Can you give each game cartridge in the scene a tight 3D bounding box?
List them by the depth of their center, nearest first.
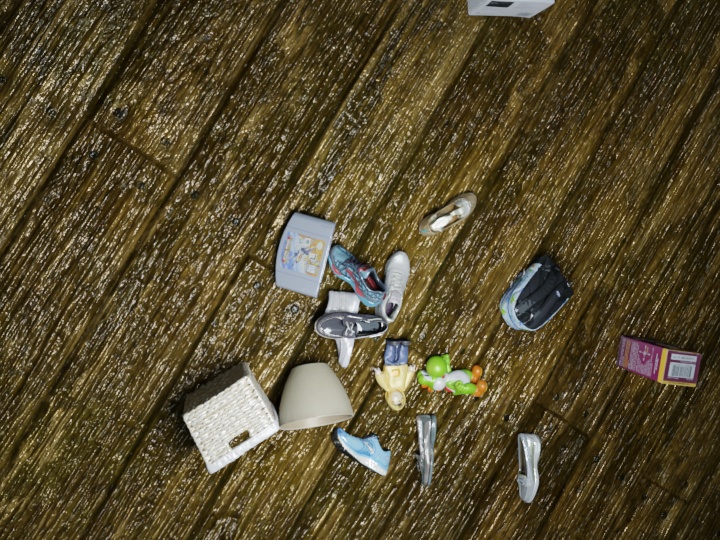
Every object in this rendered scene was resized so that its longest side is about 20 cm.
[{"bbox_3d":[-0.151,-0.043,1.491,0.131,0.042,0.204,14,92,-1],"label":"game cartridge"}]

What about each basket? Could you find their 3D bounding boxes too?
[{"bbox_3d":[-0.326,0.357,1.420,0.196,0.200,0.163,-30,100,-10],"label":"basket"}]

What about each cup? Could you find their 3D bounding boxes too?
[{"bbox_3d":[-0.124,0.325,1.490,0.196,0.201,0.146,-4,70,-14],"label":"cup"}]

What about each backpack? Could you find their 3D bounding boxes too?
[{"bbox_3d":[0.500,0.085,1.656,0.163,0.153,0.201,47,61,-17],"label":"backpack"}]

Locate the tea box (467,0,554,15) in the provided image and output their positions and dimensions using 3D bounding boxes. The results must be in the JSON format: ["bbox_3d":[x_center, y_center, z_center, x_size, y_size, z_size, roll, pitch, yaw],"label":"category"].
[{"bbox_3d":[0.403,-0.806,1.532,0.196,0.133,0.201,-3,97,-15],"label":"tea box"}]

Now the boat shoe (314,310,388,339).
[{"bbox_3d":[-0.020,0.143,1.484,0.196,0.063,0.074,2,86,-17],"label":"boat shoe"}]

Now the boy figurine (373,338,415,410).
[{"bbox_3d":[0.094,0.293,1.597,0.122,0.064,0.204,4,91,-18],"label":"boy figurine"}]

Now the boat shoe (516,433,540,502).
[{"bbox_3d":[0.504,0.601,1.737,0.063,0.074,0.206,7,90,-9],"label":"boat shoe"}]

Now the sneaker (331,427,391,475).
[{"bbox_3d":[0.005,0.492,1.600,0.199,0.078,0.091,38,67,-19],"label":"sneaker"}]

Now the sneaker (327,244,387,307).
[{"bbox_3d":[0.000,0.000,1.509,0.200,0.095,0.079,45,54,-5],"label":"sneaker"}]

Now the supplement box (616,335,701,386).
[{"bbox_3d":[0.910,0.275,1.744,0.128,0.200,0.105,7,93,-15],"label":"supplement box"}]

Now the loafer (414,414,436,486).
[{"bbox_3d":[0.183,0.518,1.650,0.062,0.072,0.204,5,87,4],"label":"loafer"}]

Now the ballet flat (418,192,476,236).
[{"bbox_3d":[0.255,-0.154,1.593,0.198,0.065,0.071,-34,103,-10],"label":"ballet flat"}]

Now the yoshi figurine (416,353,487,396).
[{"bbox_3d":[0.262,0.296,1.627,0.196,0.112,0.114,8,78,-13],"label":"yoshi figurine"}]

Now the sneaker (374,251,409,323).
[{"bbox_3d":[0.099,0.049,1.555,0.073,0.100,0.204,14,91,-14],"label":"sneaker"}]

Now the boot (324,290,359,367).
[{"bbox_3d":[-0.064,0.156,1.543,0.094,0.074,0.204,9,85,-10],"label":"boot"}]
